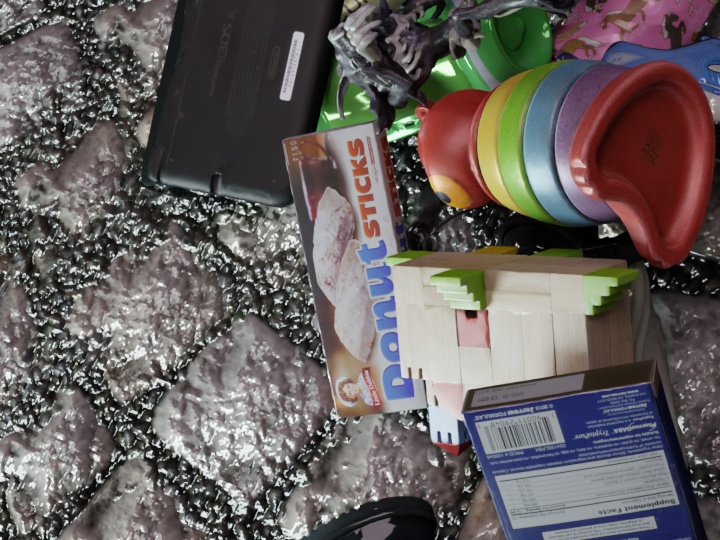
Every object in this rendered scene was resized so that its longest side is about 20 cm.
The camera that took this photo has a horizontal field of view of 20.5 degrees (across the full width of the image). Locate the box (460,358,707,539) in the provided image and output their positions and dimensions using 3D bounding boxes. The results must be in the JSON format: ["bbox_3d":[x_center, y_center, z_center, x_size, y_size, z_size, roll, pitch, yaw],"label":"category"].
[{"bbox_3d":[0.149,0.152,1.243,0.121,0.201,0.032,-10,27,18],"label":"box"}]

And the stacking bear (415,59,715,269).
[{"bbox_3d":[0.117,-0.078,1.278,0.199,0.121,0.114,5,61,48],"label":"stacking bear"}]

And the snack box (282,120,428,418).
[{"bbox_3d":[0.000,0.000,1.388,0.072,0.024,0.201,-9,95,23],"label":"snack box"}]

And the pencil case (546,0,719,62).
[{"bbox_3d":[0.210,-0.205,1.415,0.200,0.086,0.083,-55,29,-7],"label":"pencil case"}]

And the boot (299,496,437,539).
[{"bbox_3d":[-0.014,0.262,1.304,0.200,0.076,0.169,-31,56,16],"label":"boot"}]

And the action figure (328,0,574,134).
[{"bbox_3d":[0.038,-0.170,1.301,0.200,0.102,0.119,-26,44,35],"label":"action figure"}]

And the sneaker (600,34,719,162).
[{"bbox_3d":[0.253,-0.118,1.336,0.199,0.079,0.089,11,55,-3],"label":"sneaker"}]

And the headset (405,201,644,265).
[{"bbox_3d":[0.130,-0.033,1.379,0.199,0.094,0.124,-10,42,11],"label":"headset"}]

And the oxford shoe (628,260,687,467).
[{"bbox_3d":[0.178,0.070,1.325,0.075,0.058,0.201,-38,39,36],"label":"oxford shoe"}]

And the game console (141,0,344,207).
[{"bbox_3d":[-0.089,-0.153,1.485,0.175,0.116,0.201,12,89,19],"label":"game console"}]

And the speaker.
[{"bbox_3d":[0.038,-0.145,1.425,0.199,0.088,0.089,-17,60,40],"label":"speaker"}]

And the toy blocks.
[{"bbox_3d":[0.100,0.062,1.281,0.199,0.100,0.137,3,103,40],"label":"toy blocks"}]

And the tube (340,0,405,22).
[{"bbox_3d":[-0.014,-0.201,1.528,0.200,0.052,0.058,-42,96,-3],"label":"tube"}]
